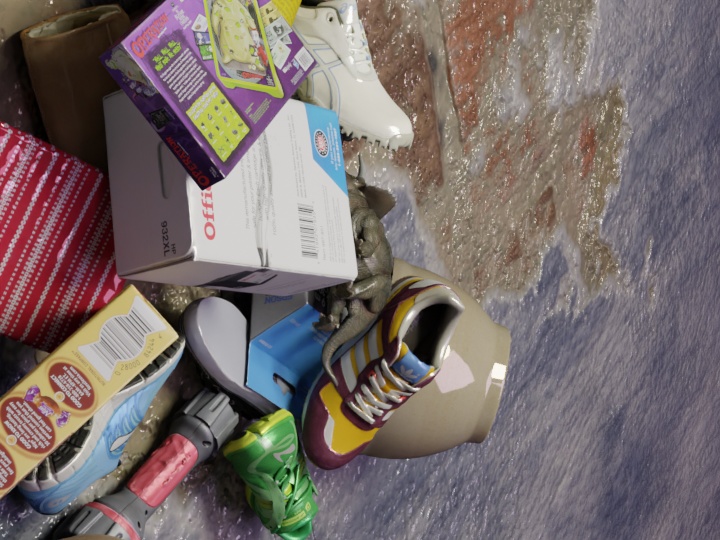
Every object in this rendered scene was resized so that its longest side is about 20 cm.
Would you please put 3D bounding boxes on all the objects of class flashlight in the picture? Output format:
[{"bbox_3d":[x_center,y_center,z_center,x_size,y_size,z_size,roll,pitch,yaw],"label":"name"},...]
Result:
[{"bbox_3d":[-0.176,0.178,1.341,0.200,0.068,0.068,-49,133,-39],"label":"flashlight"}]

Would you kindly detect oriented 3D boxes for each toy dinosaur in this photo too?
[{"bbox_3d":[0.000,0.000,1.385,0.102,0.077,0.201,-16,101,-55],"label":"toy dinosaur"}]

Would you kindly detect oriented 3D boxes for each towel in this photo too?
[{"bbox_3d":[-0.248,-0.022,1.166,0.200,0.022,0.145,27,85,-45],"label":"towel"}]

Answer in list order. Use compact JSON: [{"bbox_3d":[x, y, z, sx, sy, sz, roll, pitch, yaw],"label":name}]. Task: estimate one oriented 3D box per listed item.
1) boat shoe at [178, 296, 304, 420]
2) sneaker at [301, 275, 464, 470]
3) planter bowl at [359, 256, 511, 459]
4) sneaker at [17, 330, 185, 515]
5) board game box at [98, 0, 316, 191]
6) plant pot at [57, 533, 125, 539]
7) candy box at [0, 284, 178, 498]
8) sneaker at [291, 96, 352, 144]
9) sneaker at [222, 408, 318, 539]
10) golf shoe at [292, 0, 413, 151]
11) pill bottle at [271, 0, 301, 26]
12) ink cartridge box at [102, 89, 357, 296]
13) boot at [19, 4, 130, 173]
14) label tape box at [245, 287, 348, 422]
[{"bbox_3d":[-0.116,0.089,1.418,0.200,0.056,0.069,50,37,-51],"label":"boat shoe"},{"bbox_3d":[0.018,0.094,1.413,0.075,0.090,0.200,33,85,-22],"label":"sneaker"},{"bbox_3d":[0.071,0.100,1.567,0.200,0.134,0.201,-165,-90,-86],"label":"planter bowl"},{"bbox_3d":[-0.215,0.116,1.279,0.200,0.078,0.090,-49,155,-36],"label":"sneaker"},{"bbox_3d":[-0.107,-0.155,1.165,0.120,0.032,0.200,57,32,-17],"label":"board game box"},{"bbox_3d":[-0.210,0.272,1.228,0.093,0.200,0.201,-90,167,-55],"label":"plant pot"},{"bbox_3d":[-0.228,0.101,1.133,0.056,0.117,0.200,47,71,-4],"label":"candy box"},{"bbox_3d":[-0.063,-0.126,1.401,0.200,0.090,0.067,-31,142,-58],"label":"sneaker"},{"bbox_3d":[-0.071,0.191,1.446,0.074,0.084,0.200,-34,153,-11],"label":"sneaker"},{"bbox_3d":[-0.022,-0.187,1.366,0.097,0.200,0.078,-55,165,23],"label":"golf shoe"},{"bbox_3d":[-0.099,-0.246,1.313,0.111,0.111,0.201,42,63,-54],"label":"pill bottle"},{"bbox_3d":[-0.100,-0.062,1.235,0.200,0.084,0.146,8,72,-53],"label":"ink cartridge box"},{"bbox_3d":[-0.181,-0.114,1.261,0.175,0.066,0.201,-36,126,-49],"label":"boot"},{"bbox_3d":[-0.043,0.030,1.460,0.144,0.063,0.201,41,44,-56],"label":"label tape box"}]
